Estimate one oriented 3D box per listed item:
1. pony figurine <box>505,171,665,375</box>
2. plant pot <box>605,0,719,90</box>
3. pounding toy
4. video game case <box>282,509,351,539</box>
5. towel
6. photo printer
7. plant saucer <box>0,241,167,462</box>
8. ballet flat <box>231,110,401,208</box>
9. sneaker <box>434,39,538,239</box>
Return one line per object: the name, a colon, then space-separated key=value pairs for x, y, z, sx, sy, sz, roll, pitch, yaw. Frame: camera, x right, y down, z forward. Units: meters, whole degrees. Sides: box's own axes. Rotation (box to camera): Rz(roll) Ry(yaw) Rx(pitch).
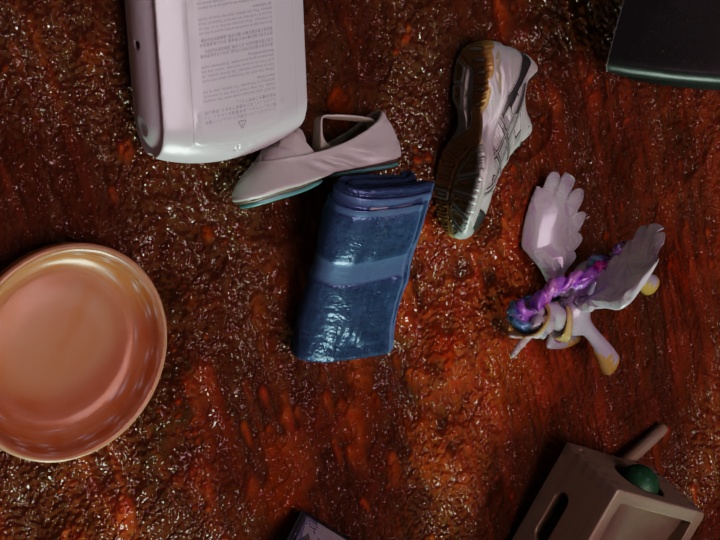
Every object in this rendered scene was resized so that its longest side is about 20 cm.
pony figurine: x=0.243 y=0.016 z=1.754 sx=0.199 sy=0.166 sz=0.194 roll=16 pitch=104 yaw=-54
plant pot: x=0.374 y=-0.275 z=1.667 sx=0.199 sy=0.176 sz=0.202 roll=-10 pitch=116 yaw=-72
pounding toy: x=0.287 y=0.278 z=1.887 sx=0.183 sy=0.142 sz=0.201 roll=19 pitch=104 yaw=-38
video game case: x=-0.018 y=0.370 z=1.649 sx=0.199 sy=0.025 sz=0.182 roll=33 pitch=62 yaw=-9
towel: x=0.000 y=0.000 z=1.582 sx=0.111 sy=0.049 sz=0.202 roll=-7 pitch=128 yaw=-34
photo printer: x=-0.126 y=-0.197 z=1.446 sx=0.165 sy=0.069 sz=0.202 roll=-16 pitch=115 yaw=-32
plant saucer: x=-0.266 y=0.070 z=1.455 sx=0.199 sy=0.037 sz=0.202 roll=-12 pitch=111 yaw=-33
ballet flat: x=-0.046 y=-0.110 z=1.544 sx=0.199 sy=0.069 sz=0.070 roll=-19 pitch=116 yaw=-37
sneaker: x=0.135 y=-0.128 z=1.657 sx=0.087 sy=0.075 sz=0.202 roll=3 pitch=104 yaw=-36
